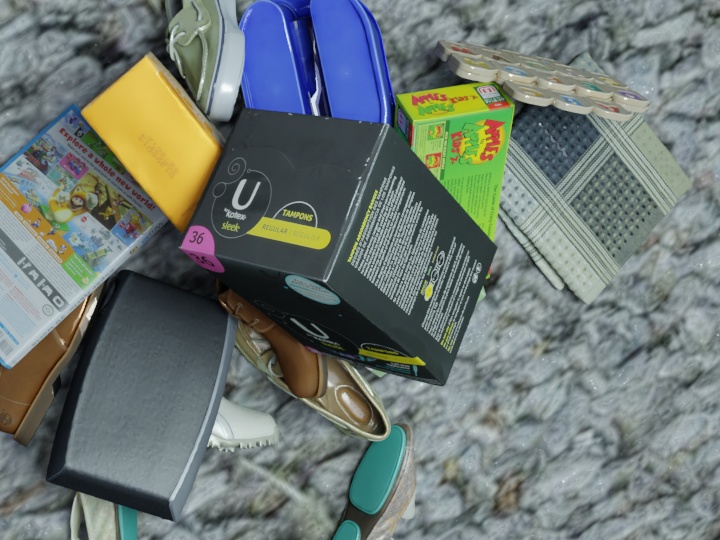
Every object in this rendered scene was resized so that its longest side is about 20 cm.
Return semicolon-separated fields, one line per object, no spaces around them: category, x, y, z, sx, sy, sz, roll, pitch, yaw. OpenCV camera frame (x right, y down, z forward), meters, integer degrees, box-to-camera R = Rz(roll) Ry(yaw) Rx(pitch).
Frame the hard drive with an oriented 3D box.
hard drive;-0.187;0.105;1.008;0.133;0.042;0.203;20;66;-11

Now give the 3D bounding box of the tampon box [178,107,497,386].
tampon box;-0.012;-0.016;0.890;0.200;0.148;0.128;41;66;-49

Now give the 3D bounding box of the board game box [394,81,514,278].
board game box;0.081;-0.076;1.087;0.100;0.048;0.202;-11;131;-17

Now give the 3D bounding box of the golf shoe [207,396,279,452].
golf shoe;-0.163;0.114;1.065;0.197;0.078;0.099;14;84;-19

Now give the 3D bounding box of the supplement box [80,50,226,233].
supplement box;-0.167;-0.117;0.975;0.073;0.200;0.126;-40;106;0

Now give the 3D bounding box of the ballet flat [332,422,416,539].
ballet flat;0.016;0.251;1.144;0.067;0.068;0.202;26;91;-37

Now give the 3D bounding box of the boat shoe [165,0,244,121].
boat shoe;-0.141;-0.198;0.997;0.061;0.201;0.073;9;126;-19

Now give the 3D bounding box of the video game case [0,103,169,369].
video game case;-0.282;-0.033;1.009;0.200;0.018;0.143;-44;76;-10

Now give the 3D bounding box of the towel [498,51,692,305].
towel;0.234;-0.094;1.201;0.193;0.034;0.200;-46;104;-13

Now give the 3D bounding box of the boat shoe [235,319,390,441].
boat shoe;-0.047;0.091;1.103;0.199;0.063;0.074;39;83;-16

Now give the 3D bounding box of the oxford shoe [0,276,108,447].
oxford shoe;-0.282;0.054;1.024;0.071;0.071;0.202;29;85;-9

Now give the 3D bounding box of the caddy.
caddy;-0.041;-0.172;1.066;0.139;0.105;0.204;-11;92;3

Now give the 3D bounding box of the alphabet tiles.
alphabet tiles;0.173;-0.186;1.086;0.196;0.196;0.015;9;113;-15

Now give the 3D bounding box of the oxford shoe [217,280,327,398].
oxford shoe;-0.089;0.030;1.016;0.071;0.071;0.203;-28;100;-31

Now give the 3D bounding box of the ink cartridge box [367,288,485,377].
ink cartridge box;0.000;0.000;1.064;0.145;0.048;0.199;-38;124;24

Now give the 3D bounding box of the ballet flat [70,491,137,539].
ballet flat;-0.238;0.269;1.066;0.061;0.067;0.204;-1;91;10
